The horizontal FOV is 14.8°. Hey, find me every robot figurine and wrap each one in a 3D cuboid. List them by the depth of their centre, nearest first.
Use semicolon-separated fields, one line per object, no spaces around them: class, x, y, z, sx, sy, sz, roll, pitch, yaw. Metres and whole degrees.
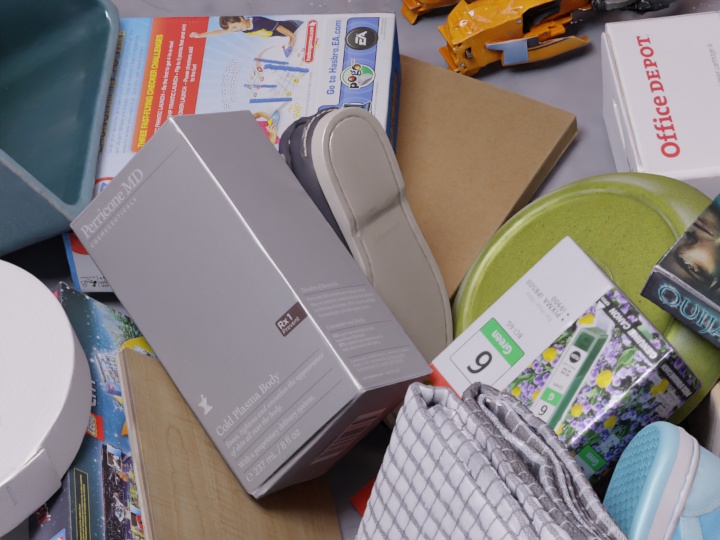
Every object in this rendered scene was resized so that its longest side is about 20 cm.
robot figurine;0.131;-0.202;1.882;0.199;0.058;0.145;-20;50;-15

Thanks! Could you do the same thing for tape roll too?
tape roll;-0.245;0.077;1.518;0.202;0.037;0.203;-9;48;10

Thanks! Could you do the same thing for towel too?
towel;0.071;0.176;1.446;0.085;0.166;0.200;5;29;-31

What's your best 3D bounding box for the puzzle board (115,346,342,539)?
puzzle board;-0.066;0.145;1.542;0.150;0.017;0.201;27;35;-36

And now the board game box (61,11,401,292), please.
board game box;-0.077;-0.076;1.750;0.195;0.056;0.201;0;46;6

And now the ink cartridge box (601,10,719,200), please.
ink cartridge box;0.261;-0.091;1.757;0.199;0.083;0.147;-6;48;-2

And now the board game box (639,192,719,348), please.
board game box;0.272;0.028;1.565;0.200;0.028;0.135;35;44;11

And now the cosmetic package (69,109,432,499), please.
cosmetic package;-0.064;0.015;1.582;0.200;0.107;0.090;52;29;15

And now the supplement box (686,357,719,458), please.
supplement box;0.252;0.050;1.636;0.125;0.074;0.201;-8;47;-6

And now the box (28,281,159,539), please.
box;-0.124;0.115;1.561;0.136;0.038;0.201;29;36;-33

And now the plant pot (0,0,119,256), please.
plant pot;-0.295;-0.111;1.714;0.200;0.196;0.197;-27;39;29

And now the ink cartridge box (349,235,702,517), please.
ink cartridge box;0.082;0.088;1.565;0.200;0.050;0.109;-42;52;3

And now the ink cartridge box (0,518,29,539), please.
ink cartridge box;-0.284;0.156;1.554;0.146;0.083;0.200;34;56;28

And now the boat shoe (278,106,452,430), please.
boat shoe;0.000;0.000;1.640;0.073;0.201;0.063;-25;17;-37

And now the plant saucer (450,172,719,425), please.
plant saucer;0.131;0.022;1.632;0.199;0.031;0.201;-18;52;24

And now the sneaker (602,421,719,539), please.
sneaker;0.182;0.196;1.506;0.130;0.079;0.201;25;76;-16

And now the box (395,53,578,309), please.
box;0.024;-0.056;1.776;0.163;0.021;0.200;21;52;21
